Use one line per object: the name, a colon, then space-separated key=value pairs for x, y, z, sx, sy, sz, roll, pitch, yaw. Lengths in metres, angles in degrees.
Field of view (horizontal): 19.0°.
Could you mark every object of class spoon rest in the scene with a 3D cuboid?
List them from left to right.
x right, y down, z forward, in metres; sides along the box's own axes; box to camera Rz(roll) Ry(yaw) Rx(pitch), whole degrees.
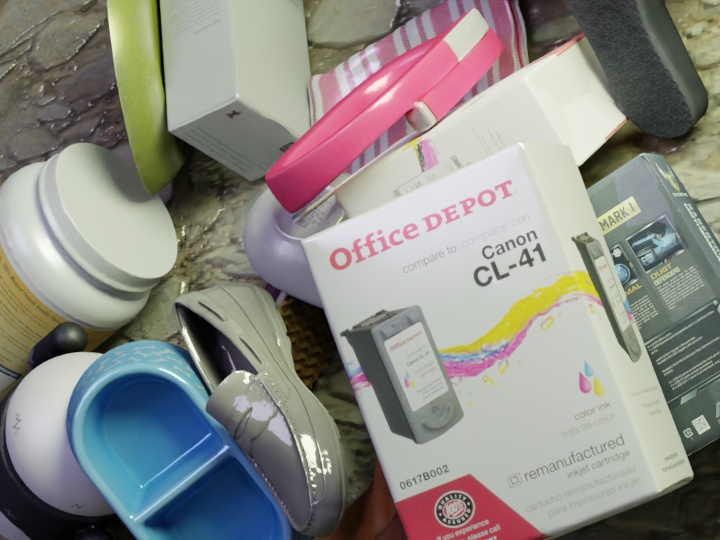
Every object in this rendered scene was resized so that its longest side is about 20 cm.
spoon rest: x=0.000 y=0.000 z=1.456 sx=0.099 sy=0.061 sz=0.200 roll=-40 pitch=55 yaw=-14

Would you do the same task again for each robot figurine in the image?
robot figurine: x=-0.211 y=0.133 z=1.561 sx=0.125 sy=0.150 sz=0.200 roll=-46 pitch=3 yaw=-31

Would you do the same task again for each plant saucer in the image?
plant saucer: x=-0.158 y=-0.158 z=1.637 sx=0.031 sy=0.200 sz=0.201 roll=-8 pitch=62 yaw=4

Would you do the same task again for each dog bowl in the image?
dog bowl: x=-0.117 y=0.140 z=1.439 sx=0.111 sy=0.050 sz=0.200 roll=-38 pitch=92 yaw=3

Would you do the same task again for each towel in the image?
towel: x=0.036 y=-0.114 z=1.514 sx=0.200 sy=0.030 sz=0.147 roll=-27 pitch=55 yaw=34

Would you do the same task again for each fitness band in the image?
fitness band: x=0.017 y=-0.104 z=1.400 sx=0.143 sy=0.037 sz=0.200 roll=-30 pitch=11 yaw=43

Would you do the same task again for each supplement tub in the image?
supplement tub: x=-0.251 y=0.006 z=1.662 sx=0.200 sy=0.144 sz=0.145 roll=-36 pitch=50 yaw=28

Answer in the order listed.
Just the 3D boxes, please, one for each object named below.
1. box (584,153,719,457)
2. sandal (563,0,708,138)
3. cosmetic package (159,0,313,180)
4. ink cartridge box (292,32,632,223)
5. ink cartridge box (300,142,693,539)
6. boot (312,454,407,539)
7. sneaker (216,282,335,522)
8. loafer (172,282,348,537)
box: x=0.124 y=0.051 z=1.220 sx=0.200 sy=0.051 sz=0.158 roll=-34 pitch=80 yaw=18
sandal: x=0.160 y=-0.175 z=1.321 sx=0.076 sy=0.200 sz=0.043 roll=7 pitch=42 yaw=45
cosmetic package: x=-0.095 y=-0.180 z=1.618 sx=0.074 sy=0.102 sz=0.201 roll=-23 pitch=56 yaw=29
ink cartridge box: x=0.064 y=-0.066 z=1.379 sx=0.200 sy=0.116 sz=0.068 roll=-29 pitch=95 yaw=32
ink cartridge box: x=0.073 y=0.049 z=1.168 sx=0.147 sy=0.086 sz=0.201 roll=-24 pitch=84 yaw=20
boot: x=0.016 y=0.136 z=1.377 sx=0.200 sy=0.068 sz=0.189 roll=-57 pitch=47 yaw=46
sneaker: x=-0.083 y=0.078 z=1.515 sx=0.090 sy=0.075 sz=0.201 roll=15 pitch=83 yaw=41
loafer: x=-0.067 y=0.090 z=1.395 sx=0.200 sy=0.070 sz=0.070 roll=61 pitch=139 yaw=37
